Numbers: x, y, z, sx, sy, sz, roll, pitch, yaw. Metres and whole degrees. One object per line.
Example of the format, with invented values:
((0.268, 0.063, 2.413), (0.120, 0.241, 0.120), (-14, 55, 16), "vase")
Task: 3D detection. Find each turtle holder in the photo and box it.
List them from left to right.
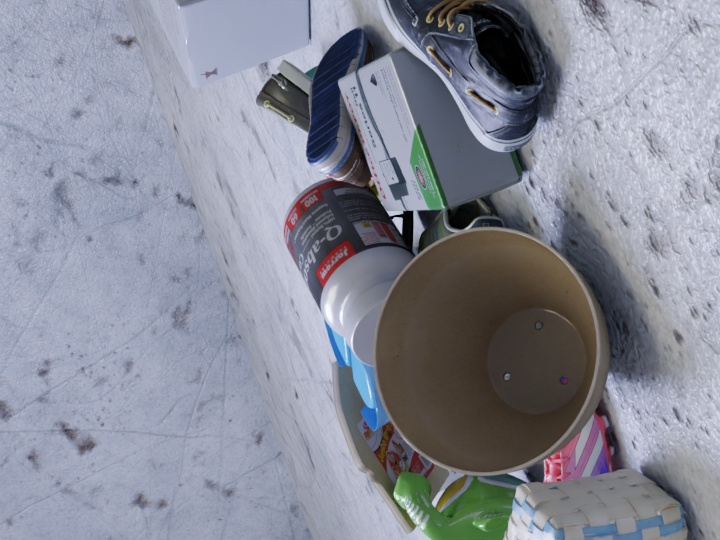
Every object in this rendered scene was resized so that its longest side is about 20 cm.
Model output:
((0.130, 0.291, 1.375), (0.132, 0.184, 0.142), (-102, 9, -63), "turtle holder")

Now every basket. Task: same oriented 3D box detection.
((0.206, 0.281, 1.073), (0.139, 0.175, 0.201), (-149, 56, -69), "basket")

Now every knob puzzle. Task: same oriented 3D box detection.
((0.019, 0.194, 1.449), (0.220, 0.030, 0.220), (45, -155, -28), "knob puzzle")

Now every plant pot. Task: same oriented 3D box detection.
((0.128, 0.074, 1.054), (0.134, 0.200, 0.201), (17, -140, -60), "plant pot")

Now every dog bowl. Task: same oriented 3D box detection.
((0.007, 0.085, 1.368), (0.200, 0.049, 0.112), (-118, 17, -47), "dog bowl")

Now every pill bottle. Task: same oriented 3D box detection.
((0.000, 0.000, 1.295), (0.200, 0.115, 0.116), (-121, 14, -46), "pill bottle")

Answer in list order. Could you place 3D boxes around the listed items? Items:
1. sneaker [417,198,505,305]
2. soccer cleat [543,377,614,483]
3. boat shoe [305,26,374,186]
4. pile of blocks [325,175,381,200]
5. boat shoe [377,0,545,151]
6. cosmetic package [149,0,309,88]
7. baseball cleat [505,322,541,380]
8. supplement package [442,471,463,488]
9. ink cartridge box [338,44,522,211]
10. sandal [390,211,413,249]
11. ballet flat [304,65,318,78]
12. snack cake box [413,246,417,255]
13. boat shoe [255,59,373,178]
((0.104, -0.035, 1.204), (0.200, 0.067, 0.090), (-120, 32, -71), "sneaker")
((0.195, 0.184, 1.147), (0.067, 0.076, 0.201), (26, 139, 66), "soccer cleat")
((-0.010, -0.168, 1.296), (0.072, 0.072, 0.201), (36, -133, -31), "boat shoe")
((-0.003, -0.115, 1.484), (0.200, 0.062, 0.083), (-155, 44, -72), "pile of blocks")
((0.083, -0.196, 0.990), (0.201, 0.071, 0.091), (55, 163, 19), "boat shoe")
((-0.177, -0.370, 1.520), (0.168, 0.166, 0.201), (94, 151, -64), "cosmetic package")
((0.122, 0.126, 1.225), (0.107, 0.069, 0.200), (58, 137, 16), "baseball cleat")
((0.063, 0.203, 1.650), (0.201, 0.110, 0.156), (64, 167, 12), "supplement package")
((0.059, -0.135, 1.145), (0.200, 0.083, 0.147), (-173, 62, -76), "ink cartridge box")
((0.033, 0.002, 1.404), (0.075, 0.048, 0.202), (-89, 5, -80), "sandal")
((-0.029, -0.212, 1.454), (0.072, 0.068, 0.200), (50, 166, -11), "ballet flat")
((0.070, 0.083, 1.511), (0.201, 0.067, 0.115), (66, 166, 7), "snack cake box")
((-0.025, -0.146, 1.364), (0.201, 0.060, 0.072), (41, -172, -5), "boat shoe")
